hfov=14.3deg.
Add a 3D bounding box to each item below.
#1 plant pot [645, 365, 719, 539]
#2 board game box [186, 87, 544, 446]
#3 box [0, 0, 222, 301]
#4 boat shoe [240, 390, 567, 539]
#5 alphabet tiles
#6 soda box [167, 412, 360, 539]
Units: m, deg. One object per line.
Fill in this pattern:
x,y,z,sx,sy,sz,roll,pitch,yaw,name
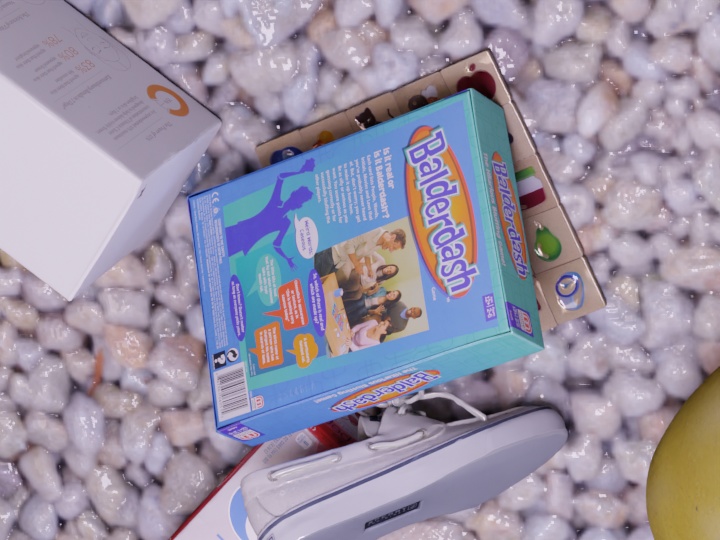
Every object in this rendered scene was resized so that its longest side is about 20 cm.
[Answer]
0.241,0.123,1.594,0.142,0.200,0.201,-15,105,52,plant pot
0.000,0.000,1.656,0.199,0.045,0.153,-19,66,26,board game box
-0.204,-0.095,1.703,0.200,0.124,0.098,37,118,5,box
0.020,0.105,1.690,0.086,0.201,0.075,61,163,24,boat shoe
0.027,-0.021,1.710,0.199,0.008,0.168,-21,101,26,alphabet tiles
-0.067,0.162,1.781,0.070,0.063,0.200,43,117,1,soda box
